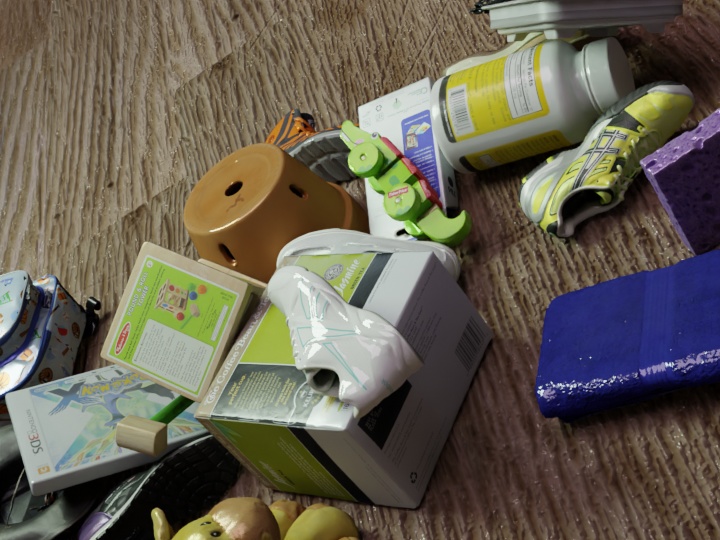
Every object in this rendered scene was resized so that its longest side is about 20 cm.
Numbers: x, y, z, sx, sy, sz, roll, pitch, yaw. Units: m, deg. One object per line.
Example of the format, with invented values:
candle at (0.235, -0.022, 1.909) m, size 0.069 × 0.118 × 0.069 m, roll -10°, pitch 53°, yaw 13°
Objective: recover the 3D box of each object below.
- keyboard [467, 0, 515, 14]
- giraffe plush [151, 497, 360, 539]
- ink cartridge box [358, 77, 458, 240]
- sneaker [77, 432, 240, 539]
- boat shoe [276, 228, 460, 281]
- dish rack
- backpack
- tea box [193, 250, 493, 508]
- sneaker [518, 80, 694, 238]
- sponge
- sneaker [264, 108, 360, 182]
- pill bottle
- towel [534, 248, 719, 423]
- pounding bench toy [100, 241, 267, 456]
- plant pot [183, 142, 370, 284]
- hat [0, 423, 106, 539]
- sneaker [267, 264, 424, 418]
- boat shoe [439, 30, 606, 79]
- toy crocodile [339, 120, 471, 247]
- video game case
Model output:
keyboard at (0.199, -0.307, 1.447) m, size 0.127 × 0.021 × 0.200 m, roll -5°, pitch 4°, yaw -14°
giraffe plush at (-0.102, 0.259, 1.092) m, size 0.172 × 0.162 × 0.200 m, roll 1°, pitch 51°, yaw 41°
ink cartridge box at (0.054, -0.111, 1.432) m, size 0.099 × 0.039 × 0.201 m, roll -18°, pitch 59°, yaw 26°
sneaker at (-0.215, 0.223, 1.312) m, size 0.200 × 0.076 × 0.088 m, roll -40°, pitch 30°, yaw -1°
boat shoe at (0.000, 0.000, 1.319) m, size 0.199 × 0.072 × 0.068 m, roll 9°, pitch 10°, yaw 19°
dish rack at (0.228, -0.260, 1.310) m, size 0.171 × 0.044 × 0.200 m, roll -6°, pitch 10°, yaw -12°
backpack at (-0.438, 0.106, 1.578) m, size 0.200 × 0.154 × 0.191 m, roll -22°, pitch 49°, yaw 18°
tea box at (-0.014, 0.099, 1.214) m, size 0.196 × 0.134 × 0.200 m, roll 1°, pitch 51°, yaw 41°
sneaker at (0.252, -0.104, 1.261) m, size 0.200 × 0.075 × 0.076 m, roll -42°, pitch 42°, yaw 15°
sponge at (0.356, -0.108, 1.129) m, size 0.200 × 0.112 × 0.030 m, roll -34°, pitch 34°, yaw 7°
sneaker at (-0.056, -0.162, 1.580) m, size 0.200 × 0.078 × 0.112 m, roll -16°, pitch 43°, yaw 29°
pill bottle at (0.184, -0.179, 1.358) m, size 0.200 × 0.111 × 0.111 m, roll -14°, pitch 43°, yaw 28°
towel at (0.252, 0.057, 1.103) m, size 0.200 × 0.050 × 0.148 m, roll -17°, pitch 34°, yaw 29°
pounding bench toy at (-0.172, 0.093, 1.322) m, size 0.124 × 0.156 × 0.200 m, roll 21°, pitch 89°, yaw 20°
plant pot at (-0.106, -0.050, 1.450) m, size 0.200 × 0.140 × 0.200 m, roll -24°, pitch 37°, yaw 20°
hat at (-0.352, 0.248, 1.398) m, size 0.200 × 0.081 × 0.201 m, roll -12°, pitch 44°, yaw 12°
sneaker at (-0.034, 0.057, 1.104) m, size 0.080 × 0.070 × 0.200 m, roll -48°, pitch 40°, yaw -9°
boat shoe at (0.191, -0.223, 1.451) m, size 0.200 × 0.072 × 0.076 m, roll -23°, pitch 65°, yaw 19°
toy crocodile at (0.043, -0.095, 1.365) m, size 0.062 × 0.067 × 0.200 m, roll -43°, pitch 54°, yaw 7°
video game case at (-0.273, 0.159, 1.389) m, size 0.199 × 0.022 × 0.182 m, roll -14°, pitch 30°, yaw -18°
